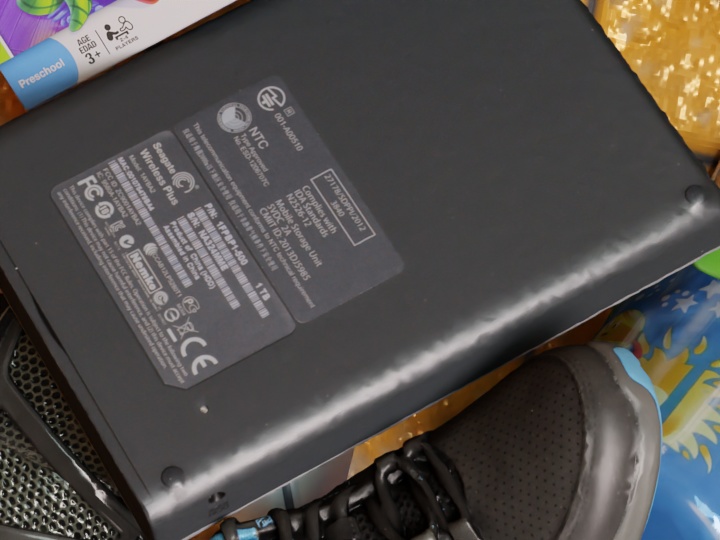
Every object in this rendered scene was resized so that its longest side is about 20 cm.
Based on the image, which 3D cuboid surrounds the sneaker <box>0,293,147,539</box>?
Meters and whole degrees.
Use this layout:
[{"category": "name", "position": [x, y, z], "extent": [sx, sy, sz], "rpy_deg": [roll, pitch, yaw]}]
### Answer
[{"category": "sneaker", "position": [-0.080, 0.097, 0.847], "extent": [0.114, 0.076, 0.200], "rpy_deg": [-16, 99, 9]}]

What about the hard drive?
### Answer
[{"category": "hard drive", "position": [-0.008, -0.022, 0.814], "extent": [0.200, 0.033, 0.140], "rpy_deg": [-28, 66, -13]}]

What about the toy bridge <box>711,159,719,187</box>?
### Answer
[{"category": "toy bridge", "position": [0.152, 0.010, 0.981], "extent": [0.067, 0.027, 0.201], "rpy_deg": [-1, 95, -23]}]

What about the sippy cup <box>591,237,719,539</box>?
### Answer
[{"category": "sippy cup", "position": [0.116, 0.064, 0.889], "extent": [0.130, 0.139, 0.178], "rpy_deg": [-40, 109, -42]}]

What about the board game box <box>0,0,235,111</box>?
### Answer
[{"category": "board game box", "position": [-0.051, -0.153, 0.810], "extent": [0.200, 0.045, 0.135], "rpy_deg": [-26, 108, 19]}]

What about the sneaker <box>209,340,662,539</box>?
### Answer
[{"category": "sneaker", "position": [0.004, 0.092, 0.778], "extent": [0.082, 0.073, 0.200], "rpy_deg": [29, 113, -39]}]

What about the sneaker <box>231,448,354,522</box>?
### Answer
[{"category": "sneaker", "position": [0.000, 0.000, 0.853], "extent": [0.071, 0.073, 0.201], "rpy_deg": [1, 69, 16]}]
